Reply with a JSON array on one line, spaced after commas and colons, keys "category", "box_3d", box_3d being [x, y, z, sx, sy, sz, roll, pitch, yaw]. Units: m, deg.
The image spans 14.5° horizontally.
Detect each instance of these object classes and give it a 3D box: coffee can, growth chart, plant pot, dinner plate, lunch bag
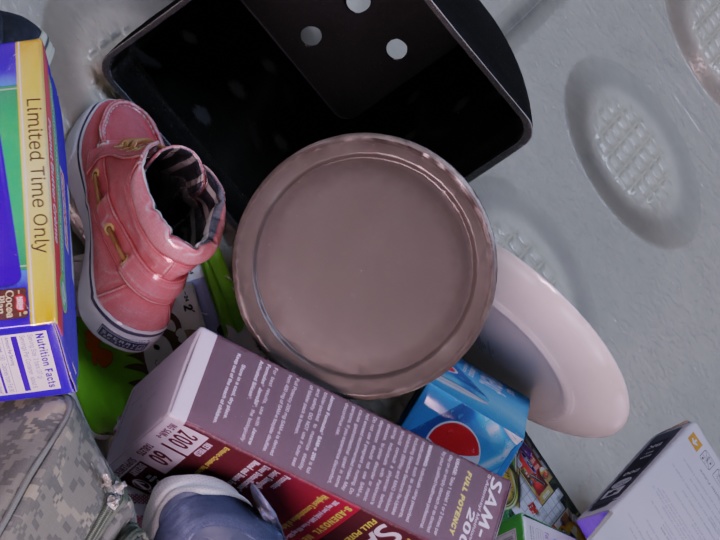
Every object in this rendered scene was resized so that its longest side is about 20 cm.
[{"category": "coffee can", "box_3d": [0.000, 0.000, 1.647, 0.147, 0.146, 0.200, 61, -2, 0]}, {"category": "growth chart", "box_3d": [-0.126, 0.042, 1.681, 0.200, 0.018, 0.145, -21, 84, -54]}, {"category": "plant pot", "box_3d": [-0.015, -0.141, 1.816, 0.200, 0.200, 0.178, 50, 22, -14]}, {"category": "dinner plate", "box_3d": [0.086, 0.043, 1.817, 0.024, 0.200, 0.200, -46, 106, -21]}, {"category": "lunch bag", "box_3d": [-0.188, 0.179, 1.410, 0.168, 0.139, 0.200, 68, 30, -30]}]

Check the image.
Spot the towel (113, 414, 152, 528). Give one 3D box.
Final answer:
[{"category": "towel", "box_3d": [-0.072, 0.181, 1.601, 0.146, 0.030, 0.201, 10, 61, -26]}]

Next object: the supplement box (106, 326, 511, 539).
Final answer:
[{"category": "supplement box", "box_3d": [-0.030, 0.115, 1.571, 0.200, 0.109, 0.061, 26, 60, -14]}]

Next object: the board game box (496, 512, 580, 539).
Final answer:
[{"category": "board game box", "box_3d": [0.161, 0.259, 1.829, 0.200, 0.040, 0.153, 28, 47, -39]}]

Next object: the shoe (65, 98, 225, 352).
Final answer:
[{"category": "shoe", "box_3d": [-0.122, -0.050, 1.658, 0.071, 0.091, 0.200, 22, 37, -25]}]

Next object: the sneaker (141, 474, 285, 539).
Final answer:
[{"category": "sneaker", "box_3d": [-0.049, 0.190, 1.543, 0.200, 0.081, 0.146, 56, -4, -40]}]

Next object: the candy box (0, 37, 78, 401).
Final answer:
[{"category": "candy box", "box_3d": [-0.247, -0.017, 1.416, 0.077, 0.199, 0.170, 87, -3, -60]}]

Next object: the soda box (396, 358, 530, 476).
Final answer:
[{"category": "soda box", "box_3d": [0.058, 0.099, 1.726, 0.068, 0.064, 0.200, 32, 5, 2]}]

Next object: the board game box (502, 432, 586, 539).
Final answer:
[{"category": "board game box", "box_3d": [0.126, 0.195, 1.885, 0.200, 0.023, 0.105, 56, 37, -6]}]

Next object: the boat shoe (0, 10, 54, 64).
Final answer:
[{"category": "boat shoe", "box_3d": [-0.229, -0.088, 1.599, 0.062, 0.075, 0.200, 41, 34, -18]}]

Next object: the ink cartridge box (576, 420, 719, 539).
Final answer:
[{"category": "ink cartridge box", "box_3d": [0.221, 0.223, 1.856, 0.198, 0.043, 0.200, 59, 33, -3]}]
